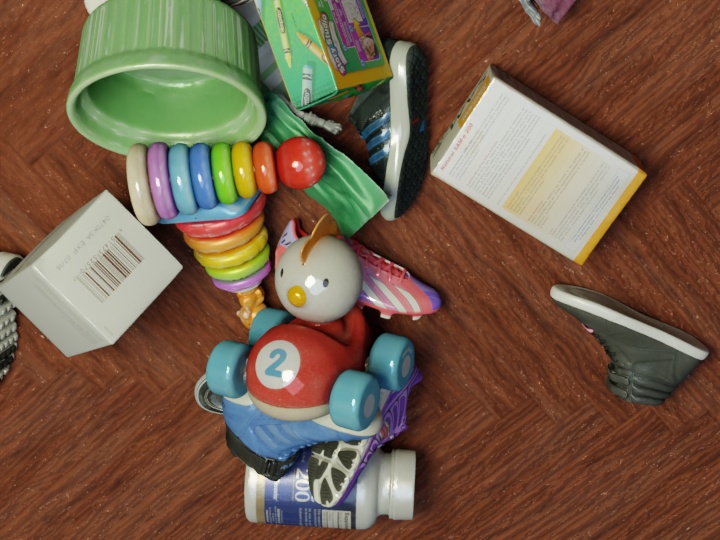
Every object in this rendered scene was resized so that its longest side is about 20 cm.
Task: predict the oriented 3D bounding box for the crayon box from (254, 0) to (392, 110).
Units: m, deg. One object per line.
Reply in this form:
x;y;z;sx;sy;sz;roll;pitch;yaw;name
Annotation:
-0.049;-0.271;1.232;0.058;0.119;0.201;-17;95;33;crayon box

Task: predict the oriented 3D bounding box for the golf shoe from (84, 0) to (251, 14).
-0.194;-0.293;1.251;0.199;0.092;0.073;-9;108;10;golf shoe

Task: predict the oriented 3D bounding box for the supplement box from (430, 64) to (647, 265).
0.190;-0.115;1.331;0.199;0.074;0.126;31;110;-9;supplement box

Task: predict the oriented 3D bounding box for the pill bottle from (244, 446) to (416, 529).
-0.034;0.251;1.465;0.198;0.111;0.112;3;111;2;pill bottle

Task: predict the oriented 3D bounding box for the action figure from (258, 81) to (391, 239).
-0.055;-0.131;1.320;0.200;0.055;0.118;46;146;-3;action figure

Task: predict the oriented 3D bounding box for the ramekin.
-0.194;-0.198;1.243;0.198;0.200;0.098;-3;69;5;ramekin

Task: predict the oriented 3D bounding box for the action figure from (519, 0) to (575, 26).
0.231;-0.348;1.246;0.200;0.134;0.149;-39;62;4;action figure

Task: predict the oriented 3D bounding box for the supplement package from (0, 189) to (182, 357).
-0.297;0.008;1.328;0.117;0.200;0.117;45;66;-14;supplement package

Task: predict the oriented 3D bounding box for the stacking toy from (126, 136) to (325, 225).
-0.135;-0.102;1.259;0.199;0.085;0.086;-9;110;2;stacking toy

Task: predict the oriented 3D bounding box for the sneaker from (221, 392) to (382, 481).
-0.067;0.183;1.364;0.199;0.077;0.112;10;111;23;sneaker

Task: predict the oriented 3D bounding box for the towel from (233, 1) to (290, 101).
-0.114;-0.270;1.317;0.152;0.023;0.200;-42;103;16;towel

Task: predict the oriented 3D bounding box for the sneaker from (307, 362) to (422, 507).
0.014;0.184;1.397;0.083;0.080;0.201;39;76;-35;sneaker

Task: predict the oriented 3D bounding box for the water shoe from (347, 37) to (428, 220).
0.028;-0.156;1.340;0.079;0.071;0.201;16;115;27;water shoe

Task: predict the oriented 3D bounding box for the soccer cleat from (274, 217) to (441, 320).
0.000;0.000;1.394;0.199;0.067;0.077;15;107;0;soccer cleat

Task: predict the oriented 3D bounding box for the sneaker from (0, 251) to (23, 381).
-0.451;0.063;1.447;0.081;0.075;0.201;19;109;11;sneaker

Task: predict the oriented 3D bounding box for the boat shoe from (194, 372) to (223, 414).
-0.102;0.142;1.449;0.199;0.071;0.073;-7;111;6;boat shoe

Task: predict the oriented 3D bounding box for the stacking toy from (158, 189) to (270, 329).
-0.140;-0.016;1.384;0.115;0.110;0.201;-4;123;21;stacking toy

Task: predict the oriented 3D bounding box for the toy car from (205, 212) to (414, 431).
-0.053;0.039;1.296;0.183;0.177;0.201;11;116;24;toy car

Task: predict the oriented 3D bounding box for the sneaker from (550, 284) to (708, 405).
0.291;0.092;1.405;0.199;0.071;0.100;25;106;-11;sneaker
